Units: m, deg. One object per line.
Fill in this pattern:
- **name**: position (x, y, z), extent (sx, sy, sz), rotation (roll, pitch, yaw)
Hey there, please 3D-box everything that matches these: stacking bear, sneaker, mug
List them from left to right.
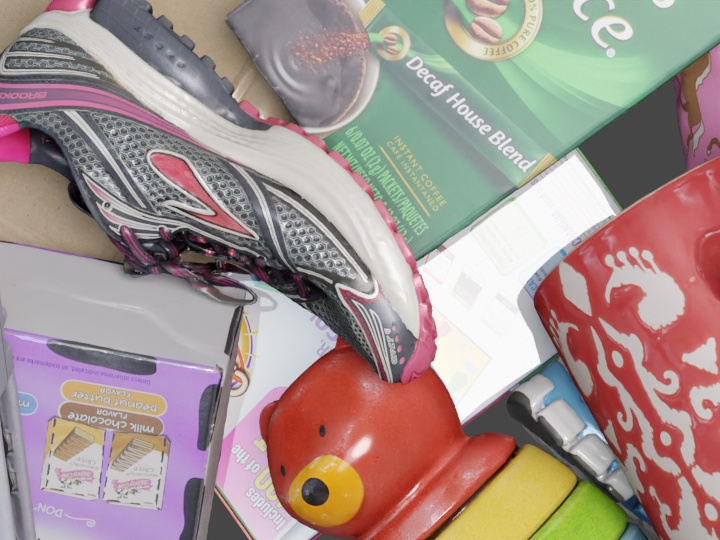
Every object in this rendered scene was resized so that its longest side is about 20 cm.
- **sneaker**: position (-0.054, -0.021, 1.031), extent (0.200, 0.081, 0.075), rotation (37, 72, 15)
- **stacking bear**: position (0.044, 0.112, 1.060), extent (0.200, 0.114, 0.121), rotation (47, 130, 1)
- **sneaker**: position (0.157, 0.089, 1.101), extent (0.200, 0.075, 0.087), rotation (44, 84, -10)
- **mug**: position (0.169, 0.055, 0.995), extent (0.133, 0.178, 0.201), rotation (-17, 69, -41)

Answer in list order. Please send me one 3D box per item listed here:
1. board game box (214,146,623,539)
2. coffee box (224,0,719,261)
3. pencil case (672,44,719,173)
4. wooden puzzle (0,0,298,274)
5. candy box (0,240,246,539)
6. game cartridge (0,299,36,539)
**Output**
- **board game box**: position (0.000, 0.000, 1.129), extent (0.200, 0.040, 0.153), rotation (-36, 89, 0)
- **coffee box**: position (0.062, -0.106, 1.051), extent (0.199, 0.044, 0.123), rotation (-34, 88, 8)
- **pencil case**: position (0.152, -0.117, 1.104), extent (0.082, 0.086, 0.201), rotation (-11, 91, 21)
- **wooden puzzle**: position (-0.110, -0.091, 1.117), extent (0.199, 0.037, 0.186), rotation (32, 83, 12)
- **candy box**: position (-0.142, 0.092, 1.073), extent (0.167, 0.072, 0.201), rotation (11, 118, 0)
- **game cartridge**: position (-0.185, 0.096, 1.020), extent (0.132, 0.041, 0.201), rotation (1, 117, 11)
